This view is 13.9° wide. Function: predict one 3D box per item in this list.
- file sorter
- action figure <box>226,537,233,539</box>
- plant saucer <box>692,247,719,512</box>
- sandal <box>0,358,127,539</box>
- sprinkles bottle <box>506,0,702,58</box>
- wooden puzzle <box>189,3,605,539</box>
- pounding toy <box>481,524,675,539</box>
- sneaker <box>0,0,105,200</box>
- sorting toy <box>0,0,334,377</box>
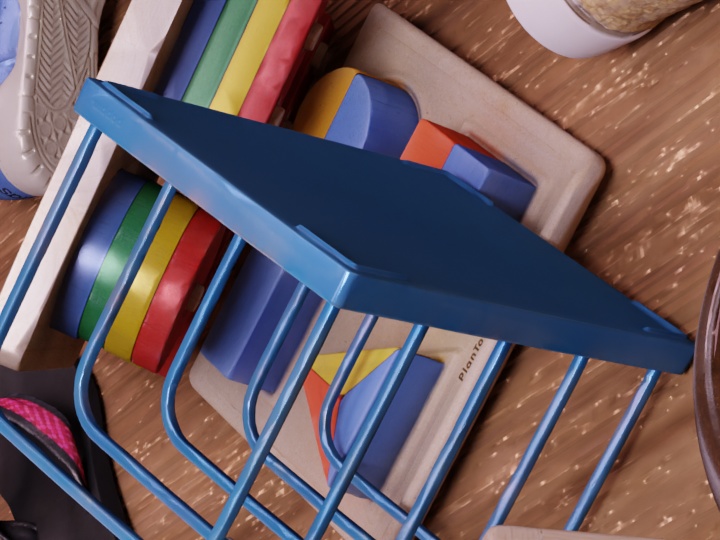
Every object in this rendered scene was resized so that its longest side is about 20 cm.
[{"bbox_3d":[-0.011,0.032,1.028,0.139,0.200,0.123,37,106,37],"label":"file sorter"},{"bbox_3d":[-0.026,0.158,1.012,0.119,0.199,0.102,40,145,50],"label":"action figure"},{"bbox_3d":[0.172,0.016,0.956,0.200,0.032,0.201,-30,52,45],"label":"plant saucer"},{"bbox_3d":[-0.148,0.097,1.359,0.075,0.045,0.200,-56,36,21],"label":"sandal"},{"bbox_3d":[0.136,-0.138,1.053,0.200,0.068,0.068,-23,55,47],"label":"sprinkles bottle"},{"bbox_3d":[0.000,0.000,1.196,0.186,0.046,0.200,-63,34,11],"label":"wooden puzzle"},{"bbox_3d":[0.126,0.149,0.832,0.142,0.199,0.185,112,161,-63],"label":"pounding toy"},{"bbox_3d":[-0.175,-0.132,1.487,0.111,0.077,0.201,-5,75,44],"label":"sneaker"},{"bbox_3d":[-0.075,-0.042,1.230,0.200,0.069,0.199,59,-125,-89],"label":"sorting toy"}]
